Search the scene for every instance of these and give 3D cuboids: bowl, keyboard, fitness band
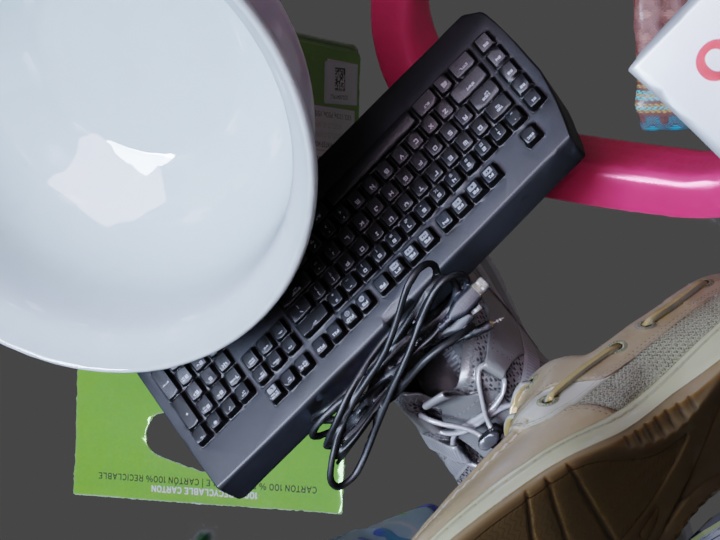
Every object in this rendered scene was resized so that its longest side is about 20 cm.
[{"bbox_3d":[-0.097,-0.069,0.821,0.200,0.090,0.202,10,124,15],"label":"bowl"},{"bbox_3d":[0.000,0.000,0.819,0.200,0.040,0.104,-46,66,13],"label":"keyboard"},{"bbox_3d":[0.094,-0.093,0.829,0.199,0.037,0.144,11,124,28],"label":"fitness band"}]

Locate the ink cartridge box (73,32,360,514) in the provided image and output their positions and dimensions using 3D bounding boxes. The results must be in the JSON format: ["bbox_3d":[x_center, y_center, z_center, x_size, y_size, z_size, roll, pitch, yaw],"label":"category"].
[{"bbox_3d":[-0.081,0.002,0.925,0.147,0.076,0.201,1,90,27],"label":"ink cartridge box"}]

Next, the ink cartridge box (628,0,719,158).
[{"bbox_3d":[0.204,-0.050,0.675,0.200,0.085,0.145,45,111,5],"label":"ink cartridge box"}]

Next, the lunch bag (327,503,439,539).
[{"bbox_3d":[0.022,0.200,0.824,0.127,0.170,0.200,-45,71,23],"label":"lunch bag"}]

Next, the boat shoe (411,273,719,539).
[{"bbox_3d":[0.087,0.065,0.795,0.065,0.200,0.072,29,146,49],"label":"boat shoe"}]

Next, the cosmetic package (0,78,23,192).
[{"bbox_3d":[-0.233,-0.062,0.941,0.200,0.101,0.072,19,104,55],"label":"cosmetic package"}]

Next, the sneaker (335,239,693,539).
[{"bbox_3d":[0.050,0.062,0.856,0.075,0.082,0.200,-46,72,20],"label":"sneaker"}]

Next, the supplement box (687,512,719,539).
[{"bbox_3d":[0.151,0.190,0.697,0.200,0.200,0.134,50,148,4],"label":"supplement box"}]

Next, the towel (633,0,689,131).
[{"bbox_3d":[0.188,-0.125,0.731,0.199,0.022,0.147,-3,89,16],"label":"towel"}]
